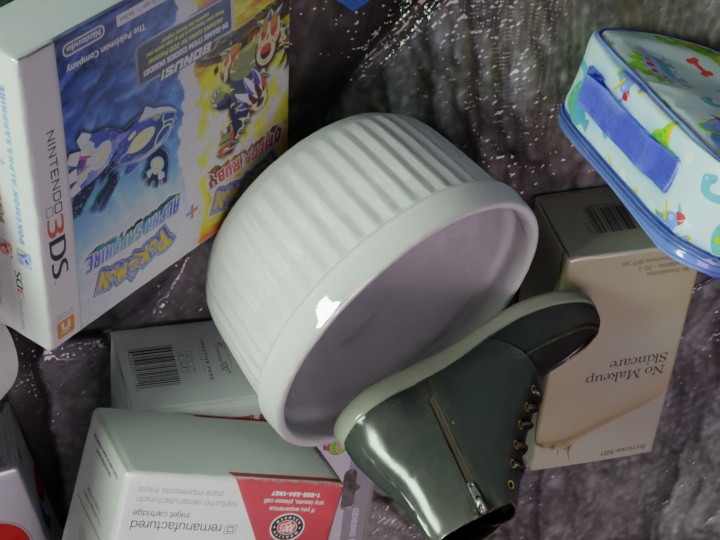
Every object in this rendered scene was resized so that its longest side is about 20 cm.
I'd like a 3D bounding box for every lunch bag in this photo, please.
[{"bbox_3d":[0.216,-0.068,0.894,0.159,0.201,0.083,7,120,-27],"label":"lunch bag"}]

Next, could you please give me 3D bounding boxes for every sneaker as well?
[{"bbox_3d":[0.090,0.094,0.924,0.199,0.107,0.075,-27,154,-25],"label":"sneaker"}]

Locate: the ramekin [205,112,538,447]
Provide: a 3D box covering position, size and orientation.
[{"bbox_3d":[0.000,0.000,0.898,0.199,0.105,0.201,-33,154,-18],"label":"ramekin"}]

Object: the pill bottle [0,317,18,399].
[{"bbox_3d":[-0.271,0.091,0.768,0.112,0.200,0.114,16,132,19],"label":"pill bottle"}]

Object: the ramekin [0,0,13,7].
[{"bbox_3d":[-0.264,-0.092,0.766,0.197,0.098,0.202,-10,132,-11],"label":"ramekin"}]

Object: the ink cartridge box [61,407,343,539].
[{"bbox_3d":[-0.111,0.197,0.929,0.143,0.084,0.202,7,110,-28],"label":"ink cartridge box"}]

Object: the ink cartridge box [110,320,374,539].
[{"bbox_3d":[-0.082,0.133,1.037,0.173,0.084,0.202,-6,131,-16],"label":"ink cartridge box"}]

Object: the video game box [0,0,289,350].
[{"bbox_3d":[-0.114,-0.082,0.796,0.200,0.047,0.184,-39,148,-38],"label":"video game box"}]

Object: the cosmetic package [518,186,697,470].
[{"bbox_3d":[0.167,0.041,1.058,0.102,0.073,0.202,-8,130,-12],"label":"cosmetic package"}]

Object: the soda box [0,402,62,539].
[{"bbox_3d":[-0.244,0.185,1.027,0.067,0.064,0.202,-15,133,-7],"label":"soda box"}]

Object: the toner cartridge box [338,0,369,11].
[{"bbox_3d":[0.000,-0.187,0.738,0.095,0.043,0.200,-37,173,11],"label":"toner cartridge box"}]
